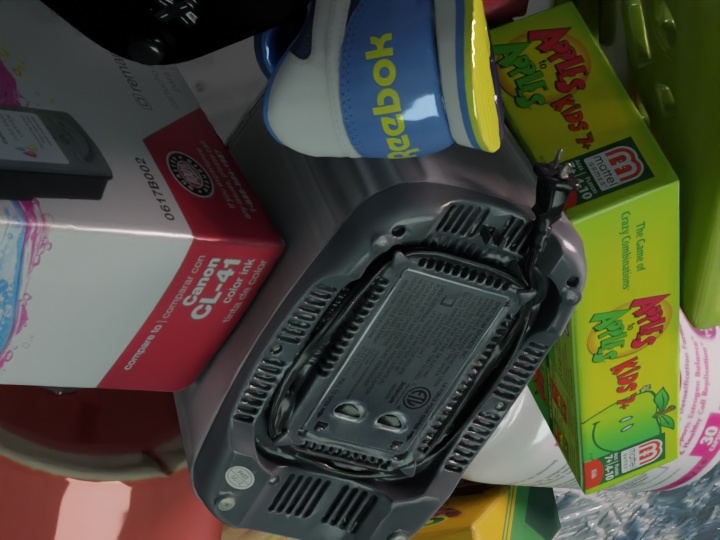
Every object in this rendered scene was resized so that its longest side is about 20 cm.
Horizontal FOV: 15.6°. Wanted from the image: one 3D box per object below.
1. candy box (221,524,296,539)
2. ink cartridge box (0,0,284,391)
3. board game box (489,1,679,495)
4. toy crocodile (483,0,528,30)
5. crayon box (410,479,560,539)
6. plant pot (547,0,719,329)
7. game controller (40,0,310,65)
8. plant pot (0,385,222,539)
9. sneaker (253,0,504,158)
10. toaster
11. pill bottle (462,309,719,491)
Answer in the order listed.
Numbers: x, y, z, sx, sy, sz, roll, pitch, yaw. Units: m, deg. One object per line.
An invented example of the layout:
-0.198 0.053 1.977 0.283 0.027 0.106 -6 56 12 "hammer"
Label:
-0.034 0.041 1.175 0.115 0.055 0.200 27 132 -1 "candy box"
-0.147 -0.038 0.932 0.200 0.148 0.086 6 132 -45 "ink cartridge box"
0.091 -0.005 1.092 0.048 0.102 0.200 -20 145 -8 "board game box"
0.038 -0.095 1.084 0.067 0.062 0.200 -13 147 -24 "toy crocodile"
0.018 0.141 1.303 0.127 0.051 0.200 -10 -173 16 "crayon box"
0.187 -0.124 1.048 0.199 0.182 0.200 -20 148 -16 "plant pot"
-0.105 -0.135 0.840 0.200 0.042 0.104 38 152 -32 "game controller"
-0.145 0.104 1.122 0.200 0.200 0.177 -6 133 -34 "plant pot"
0.000 -0.104 0.937 0.082 0.200 0.074 -14 121 5 "sneaker"
0.000 0.000 1.005 0.114 0.129 0.200 14 122 -30 "toaster"
0.089 0.049 1.291 0.200 0.113 0.113 7 134 -45 "pill bottle"
